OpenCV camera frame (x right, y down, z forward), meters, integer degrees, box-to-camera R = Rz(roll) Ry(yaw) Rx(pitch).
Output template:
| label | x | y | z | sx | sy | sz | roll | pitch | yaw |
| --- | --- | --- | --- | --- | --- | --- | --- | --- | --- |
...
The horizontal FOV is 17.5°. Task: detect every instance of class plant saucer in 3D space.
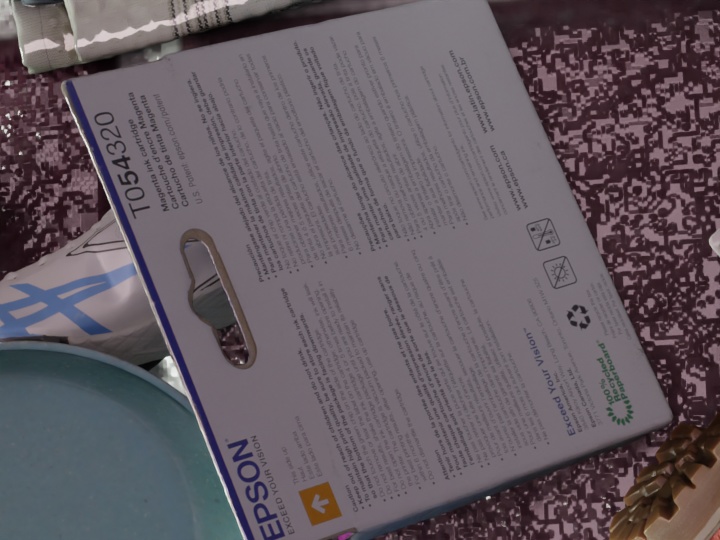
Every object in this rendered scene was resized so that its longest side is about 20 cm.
| label | x | y | z | sx | sy | sz | roll | pitch | yaw |
| --- | --- | --- | --- | --- | --- | --- | --- | --- | --- |
| plant saucer | -0.137 | 0.115 | 0.925 | 0.199 | 0.036 | 0.201 | -4 | 110 | -10 |

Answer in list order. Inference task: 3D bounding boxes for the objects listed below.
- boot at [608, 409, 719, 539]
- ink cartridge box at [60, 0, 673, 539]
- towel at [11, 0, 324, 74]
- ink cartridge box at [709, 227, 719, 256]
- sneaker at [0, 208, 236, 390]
| label | x | y | z | sx | sy | sz | roll | pitch | yaw |
| --- | --- | --- | --- | --- | --- | --- | --- | --- | --- |
| boot | 0.197 | 0.060 | 0.911 | 0.107 | 0.075 | 0.200 | 40 | 83 | -6 |
| ink cartridge box | 0.000 | 0.000 | 0.906 | 0.199 | 0.043 | 0.197 | -15 | 76 | -30 |
| towel | -0.074 | -0.194 | 1.006 | 0.199 | 0.035 | 0.193 | -14 | 79 | 7 |
| ink cartridge box | 0.220 | 0.016 | 0.857 | 0.146 | 0.048 | 0.200 | -44 | 106 | -14 |
| sneaker | -0.097 | 0.004 | 0.951 | 0.199 | 0.072 | 0.073 | -21 | 62 | -10 |
